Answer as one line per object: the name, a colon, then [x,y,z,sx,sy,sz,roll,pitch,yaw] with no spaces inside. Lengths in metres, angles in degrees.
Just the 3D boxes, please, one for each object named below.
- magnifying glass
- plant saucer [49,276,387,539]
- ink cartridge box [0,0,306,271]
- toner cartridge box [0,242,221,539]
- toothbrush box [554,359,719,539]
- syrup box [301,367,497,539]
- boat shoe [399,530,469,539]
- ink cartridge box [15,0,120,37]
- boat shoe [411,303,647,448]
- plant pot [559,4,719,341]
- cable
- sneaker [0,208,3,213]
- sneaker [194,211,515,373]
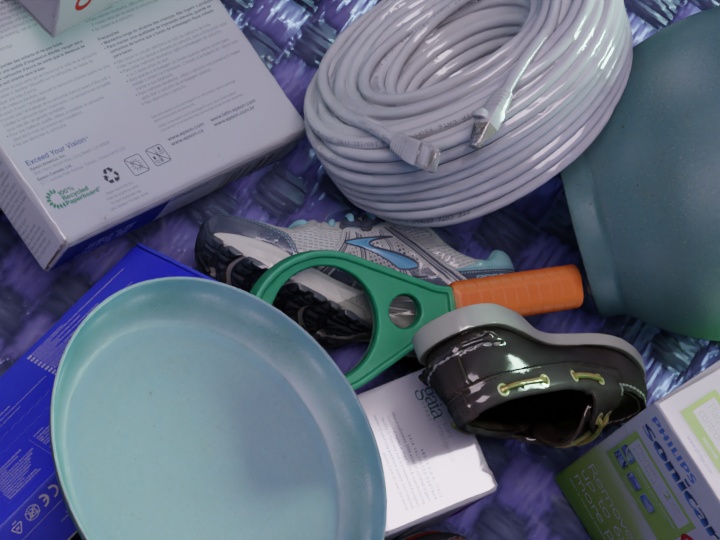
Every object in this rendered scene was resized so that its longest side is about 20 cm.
magnifying glass: [0.030,0.022,1.243,0.198,0.022,0.080,-8,91,-18]
plant saucer: [-0.075,0.099,1.140,0.199,0.027,0.201,21,52,-29]
ink cartridge box: [-0.156,-0.120,1.275,0.196,0.043,0.201,-28,78,-41]
toner cartridge box: [-0.155,0.078,1.223,0.200,0.095,0.043,-45,131,-20]
toothbrush box: [0.201,0.134,1.223,0.086,0.200,0.146,-30,82,-19]
syrup box: [-0.032,0.126,1.240,0.199,0.081,0.079,-20,80,-17]
boat shoe: [0.017,0.205,1.203,0.071,0.062,0.200,55,45,-8]
ink cartridge box: [-0.110,-0.238,1.222,0.200,0.147,0.086,-35,71,-30]
boat shoe: [0.102,0.070,1.246,0.201,0.072,0.061,16,48,-51]
plant pot: [0.185,-0.046,1.293,0.133,0.200,0.202,-14,76,8]
cable: [0.063,-0.111,1.276,0.200,0.199,0.069,-45,121,-21]
sneaker: [-0.230,-0.058,1.257,0.075,0.076,0.201,32,67,1]
sneaker: [0.000,0.000,1.296,0.199,0.078,0.087,20,64,-15]
